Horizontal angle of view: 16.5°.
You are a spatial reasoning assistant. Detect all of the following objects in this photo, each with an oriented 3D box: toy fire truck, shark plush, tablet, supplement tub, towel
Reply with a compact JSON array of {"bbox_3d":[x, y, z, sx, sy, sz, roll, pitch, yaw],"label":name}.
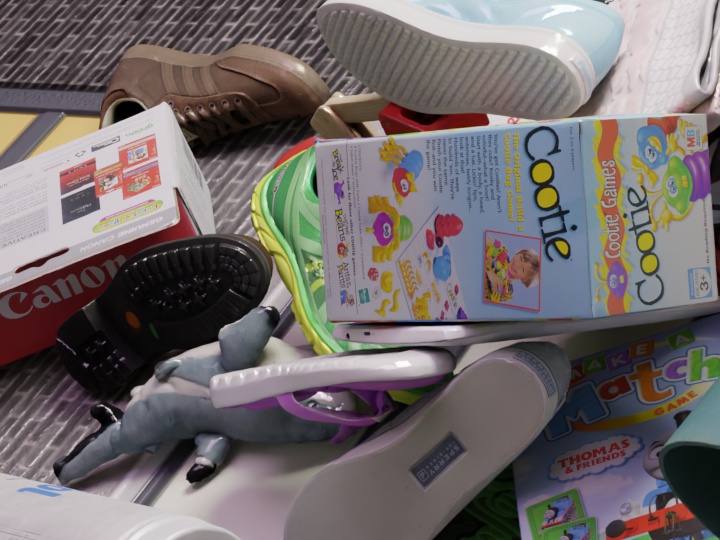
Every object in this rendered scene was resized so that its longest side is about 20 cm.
[{"bbox_3d":[0.008,-0.067,1.593,0.200,0.141,0.049,15,50,44],"label":"toy fire truck"},{"bbox_3d":[-0.100,0.089,1.520,0.200,0.091,0.083,-15,66,5],"label":"shark plush"},{"bbox_3d":[0.099,0.028,1.409,0.200,0.014,0.130,-5,2,-30],"label":"tablet"},{"bbox_3d":[-0.165,0.185,1.366,0.200,0.132,0.132,8,45,38],"label":"supplement tub"},{"bbox_3d":[0.159,-0.111,1.438,0.191,0.032,0.200,-40,21,43],"label":"towel"}]

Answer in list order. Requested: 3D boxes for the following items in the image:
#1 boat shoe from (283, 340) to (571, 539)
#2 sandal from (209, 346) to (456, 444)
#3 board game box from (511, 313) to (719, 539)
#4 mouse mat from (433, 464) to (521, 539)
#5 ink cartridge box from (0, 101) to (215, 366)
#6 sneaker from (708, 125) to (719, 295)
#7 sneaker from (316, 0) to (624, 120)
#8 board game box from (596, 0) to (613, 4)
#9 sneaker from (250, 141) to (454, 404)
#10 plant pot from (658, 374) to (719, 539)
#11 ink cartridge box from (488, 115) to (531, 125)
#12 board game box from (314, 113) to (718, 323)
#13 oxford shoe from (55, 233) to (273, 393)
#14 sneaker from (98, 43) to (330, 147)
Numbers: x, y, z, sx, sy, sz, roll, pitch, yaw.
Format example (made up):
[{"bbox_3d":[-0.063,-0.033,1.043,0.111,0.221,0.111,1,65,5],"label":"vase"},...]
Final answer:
[{"bbox_3d":[0.042,0.106,1.375,0.201,0.070,0.072,-40,-8,29],"label":"boat shoe"},{"bbox_3d":[-0.011,0.072,1.402,0.082,0.050,0.203,-9,0,-32],"label":"sandal"},{"bbox_3d":[0.158,0.110,1.340,0.151,0.037,0.200,-18,33,10],"label":"board game box"},{"bbox_3d":[0.138,0.129,1.365,0.200,0.008,0.161,11,48,43],"label":"mouse mat"},{"bbox_3d":[-0.203,-0.009,1.690,0.200,0.084,0.176,-21,30,5],"label":"ink cartridge box"},{"bbox_3d":[0.210,-0.059,1.395,0.071,0.200,0.098,-34,66,-20],"label":"sneaker"},{"bbox_3d":[0.069,-0.140,1.478,0.200,0.074,0.082,17,46,34],"label":"sneaker"},{"bbox_3d":[0.133,-0.157,1.740,0.200,0.028,0.135,-12,36,17],"label":"board game box"},{"bbox_3d":[0.000,0.000,1.508,0.084,0.074,0.200,-49,57,26],"label":"sneaker"},{"bbox_3d":[0.265,0.072,1.154,0.201,0.201,0.161,19,70,46],"label":"plant pot"},{"bbox_3d":[0.176,-0.096,1.581,0.200,0.085,0.146,-24,33,4],"label":"ink cartridge box"},{"bbox_3d":[0.082,-0.027,1.345,0.103,0.105,0.200,-6,3,-42],"label":"board game box"},{"bbox_3d":[-0.113,0.011,1.579,0.200,0.073,0.084,-23,10,48],"label":"oxford shoe"},{"bbox_3d":[-0.109,-0.118,1.822,0.200,0.070,0.076,6,63,42],"label":"sneaker"}]
